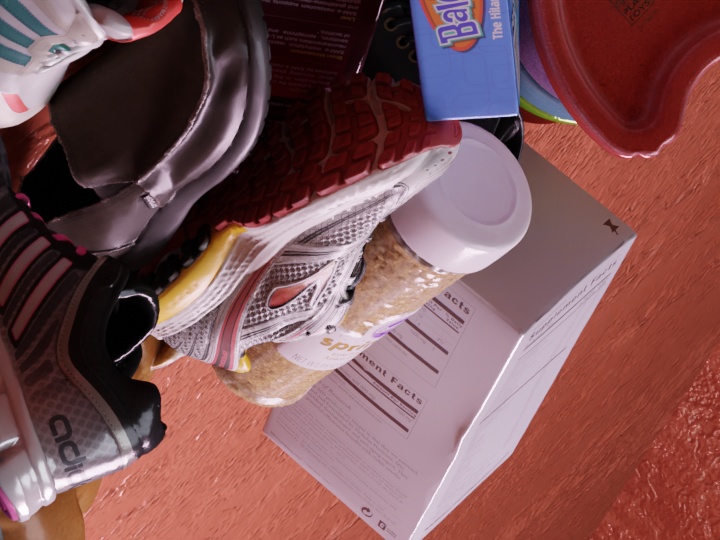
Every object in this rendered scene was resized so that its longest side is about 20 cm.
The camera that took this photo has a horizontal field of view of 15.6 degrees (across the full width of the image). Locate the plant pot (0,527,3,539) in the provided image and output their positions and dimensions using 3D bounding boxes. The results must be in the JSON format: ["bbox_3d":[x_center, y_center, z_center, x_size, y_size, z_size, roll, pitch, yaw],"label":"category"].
[{"bbox_3d":[-0.238,0.129,1.094,0.200,0.200,0.188,-50,176,-7],"label":"plant pot"}]

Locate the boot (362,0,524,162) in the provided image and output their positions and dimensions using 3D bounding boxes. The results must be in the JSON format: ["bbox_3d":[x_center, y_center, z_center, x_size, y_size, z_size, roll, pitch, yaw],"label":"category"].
[{"bbox_3d":[0.027,-0.124,1.272,0.077,0.138,0.201,-33,136,-43],"label":"boot"}]

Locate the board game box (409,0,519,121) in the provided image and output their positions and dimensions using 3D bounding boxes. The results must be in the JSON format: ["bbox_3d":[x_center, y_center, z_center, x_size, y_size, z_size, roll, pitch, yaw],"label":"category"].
[{"bbox_3d":[0.042,-0.186,1.142,0.200,0.045,0.152,-86,170,-49],"label":"board game box"}]

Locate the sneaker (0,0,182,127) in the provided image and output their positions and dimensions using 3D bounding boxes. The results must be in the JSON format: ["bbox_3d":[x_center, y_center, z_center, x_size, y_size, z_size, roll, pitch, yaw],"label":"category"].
[{"bbox_3d":[-0.120,-0.106,1.046,0.070,0.093,0.200,-41,162,-32],"label":"sneaker"}]

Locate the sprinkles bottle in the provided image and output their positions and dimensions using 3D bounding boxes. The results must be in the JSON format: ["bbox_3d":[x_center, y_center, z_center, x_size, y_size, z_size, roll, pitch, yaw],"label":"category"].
[{"bbox_3d":[0.000,0.000,1.275,0.068,0.068,0.200,-37,180,-42],"label":"sprinkles bottle"}]

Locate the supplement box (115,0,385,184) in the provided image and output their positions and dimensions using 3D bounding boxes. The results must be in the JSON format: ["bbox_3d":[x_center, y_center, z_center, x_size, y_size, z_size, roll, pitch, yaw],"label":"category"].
[{"bbox_3d":[-0.053,-0.109,1.194,0.200,0.108,0.061,111,-16,-49],"label":"supplement box"}]

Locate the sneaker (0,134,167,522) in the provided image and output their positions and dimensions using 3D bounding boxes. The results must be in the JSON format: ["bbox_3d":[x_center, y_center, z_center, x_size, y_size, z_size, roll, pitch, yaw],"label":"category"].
[{"bbox_3d":[-0.131,0.012,1.102,0.087,0.200,0.074,-13,142,-9],"label":"sneaker"}]

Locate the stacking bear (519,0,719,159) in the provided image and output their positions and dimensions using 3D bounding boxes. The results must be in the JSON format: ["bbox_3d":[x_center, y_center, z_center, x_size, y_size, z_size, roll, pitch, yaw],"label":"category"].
[{"bbox_3d":[0.106,-0.121,1.320,0.121,0.114,0.200,-46,-171,-12],"label":"stacking bear"}]

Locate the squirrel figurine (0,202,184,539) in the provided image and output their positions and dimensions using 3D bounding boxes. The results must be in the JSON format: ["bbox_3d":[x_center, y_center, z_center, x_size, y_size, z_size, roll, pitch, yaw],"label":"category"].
[{"bbox_3d":[-0.152,0.058,1.271,0.187,0.141,0.200,-48,169,-37],"label":"squirrel figurine"}]

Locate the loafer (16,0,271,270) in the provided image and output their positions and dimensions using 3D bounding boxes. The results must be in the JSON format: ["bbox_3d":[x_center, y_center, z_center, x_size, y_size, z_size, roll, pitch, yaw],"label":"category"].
[{"bbox_3d":[-0.097,-0.062,1.135,0.071,0.073,0.200,0,146,-27],"label":"loafer"}]

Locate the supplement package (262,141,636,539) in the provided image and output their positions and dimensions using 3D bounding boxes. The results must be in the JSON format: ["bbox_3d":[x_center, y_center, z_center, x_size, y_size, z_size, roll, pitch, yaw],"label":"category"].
[{"bbox_3d":[0.045,0.034,1.409,0.114,0.109,0.200,-38,162,-41],"label":"supplement package"}]

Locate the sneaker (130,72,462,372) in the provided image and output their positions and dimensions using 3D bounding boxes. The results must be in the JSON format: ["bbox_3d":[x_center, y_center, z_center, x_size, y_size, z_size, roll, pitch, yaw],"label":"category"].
[{"bbox_3d":[-0.023,-0.020,1.192,0.200,0.082,0.078,-33,-148,39],"label":"sneaker"}]
